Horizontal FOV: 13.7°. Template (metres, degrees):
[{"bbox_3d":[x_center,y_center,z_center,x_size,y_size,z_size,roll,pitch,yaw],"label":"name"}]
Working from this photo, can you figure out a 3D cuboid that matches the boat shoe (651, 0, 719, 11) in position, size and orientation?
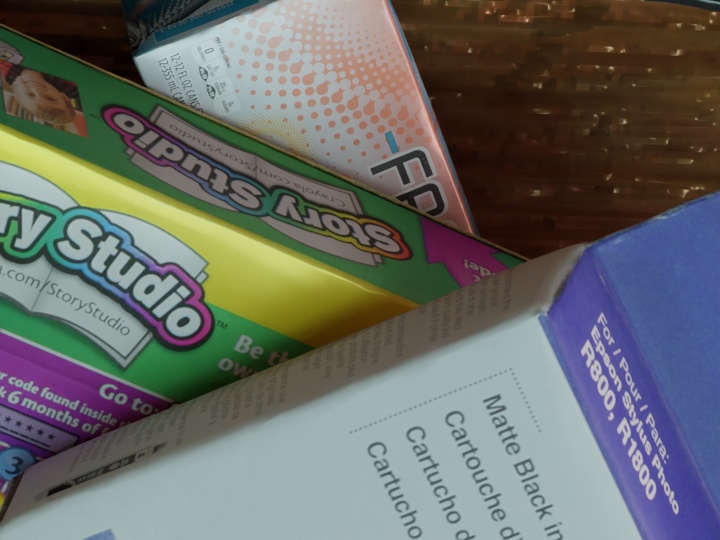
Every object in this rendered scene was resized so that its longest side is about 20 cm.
[{"bbox_3d":[0.037,-0.099,0.749,0.199,0.066,0.075,10,146,-29],"label":"boat shoe"}]

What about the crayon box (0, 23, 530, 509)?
[{"bbox_3d":[-0.067,0.044,0.769,0.200,0.058,0.173,24,115,-14],"label":"crayon box"}]

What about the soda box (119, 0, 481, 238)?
[{"bbox_3d":[0.000,0.000,0.818,0.068,0.064,0.200,-22,118,1],"label":"soda box"}]

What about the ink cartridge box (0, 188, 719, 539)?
[{"bbox_3d":[0.044,0.101,0.727,0.200,0.041,0.200,-23,109,13],"label":"ink cartridge box"}]
